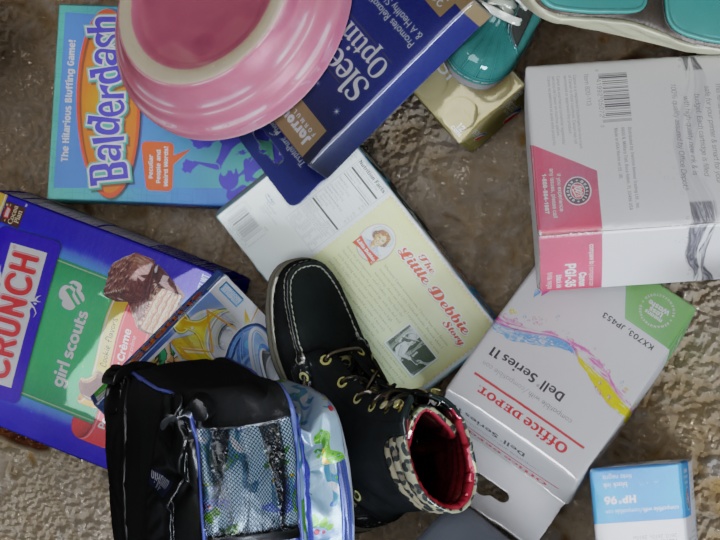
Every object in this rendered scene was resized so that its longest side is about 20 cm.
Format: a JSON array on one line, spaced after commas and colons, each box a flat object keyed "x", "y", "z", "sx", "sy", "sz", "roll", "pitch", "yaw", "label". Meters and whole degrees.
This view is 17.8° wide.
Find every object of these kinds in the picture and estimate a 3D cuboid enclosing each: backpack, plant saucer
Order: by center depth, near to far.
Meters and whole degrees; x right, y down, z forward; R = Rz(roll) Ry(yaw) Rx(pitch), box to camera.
[{"x": -0.087, "y": 0.167, "z": 1.575, "sx": 0.146, "sy": 0.183, "sz": 0.201, "roll": -3, "pitch": 96, "yaw": -22, "label": "backpack"}, {"x": -0.102, "y": -0.196, "z": 1.666, "sx": 0.200, "sy": 0.051, "sz": 0.201, "roll": -11, "pitch": 66, "yaw": 27, "label": "plant saucer"}]

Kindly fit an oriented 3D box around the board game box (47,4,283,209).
[{"x": -0.135, "y": -0.123, "z": 1.749, "sx": 0.199, "sy": 0.045, "sz": 0.153, "roll": 2, "pitch": 88, "yaw": 12, "label": "board game box"}]

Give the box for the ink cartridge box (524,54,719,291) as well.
[{"x": 0.218, "y": -0.070, "z": 1.613, "sx": 0.199, "sy": 0.083, "sz": 0.147, "roll": -3, "pitch": 58, "yaw": 3, "label": "ink cartridge box"}]

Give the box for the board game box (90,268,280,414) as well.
[{"x": -0.081, "y": 0.117, "z": 1.682, "sx": 0.135, "sy": 0.034, "sz": 0.200, "roll": -45, "pitch": 104, "yaw": -3, "label": "board game box"}]

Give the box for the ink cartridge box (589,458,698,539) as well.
[{"x": 0.207, "y": 0.236, "z": 1.623, "sx": 0.068, "sy": 0.116, "sz": 0.201, "roll": -5, "pitch": 85, "yaw": 12, "label": "ink cartridge box"}]

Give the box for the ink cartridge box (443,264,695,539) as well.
[{"x": 0.136, "y": 0.082, "z": 1.634, "sx": 0.117, "sy": 0.067, "sz": 0.200, "roll": 34, "pitch": 71, "yaw": 9, "label": "ink cartridge box"}]

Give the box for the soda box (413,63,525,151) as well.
[{"x": 0.039, "y": -0.185, "z": 1.707, "sx": 0.068, "sy": 0.064, "sz": 0.200, "roll": -41, "pitch": 80, "yaw": 7, "label": "soda box"}]

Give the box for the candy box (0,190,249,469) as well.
[{"x": -0.209, "y": 0.049, "z": 1.739, "sx": 0.199, "sy": 0.077, "sz": 0.170, "roll": 20, "pitch": 92, "yaw": 13, "label": "candy box"}]

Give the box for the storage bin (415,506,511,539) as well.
[{"x": 0.076, "y": 0.255, "z": 1.618, "sx": 0.134, "sy": 0.200, "sz": 0.145, "roll": -50, "pitch": 49, "yaw": -6, "label": "storage bin"}]

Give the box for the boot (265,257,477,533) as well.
[{"x": 0.010, "y": 0.082, "z": 1.600, "sx": 0.073, "sy": 0.154, "sz": 0.204, "roll": -16, "pitch": 90, "yaw": -28, "label": "boot"}]

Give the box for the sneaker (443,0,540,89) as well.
[{"x": 0.115, "y": -0.226, "z": 1.647, "sx": 0.071, "sy": 0.080, "sz": 0.201, "roll": 25, "pitch": 68, "yaw": -2, "label": "sneaker"}]

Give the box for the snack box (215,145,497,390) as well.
[{"x": 0.000, "y": 0.000, "z": 1.694, "sx": 0.116, "sy": 0.037, "sz": 0.200, "roll": -37, "pitch": 96, "yaw": 8, "label": "snack box"}]

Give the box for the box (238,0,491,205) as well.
[{"x": -0.014, "y": -0.153, "z": 1.648, "sx": 0.200, "sy": 0.032, "sz": 0.121, "roll": -45, "pitch": 55, "yaw": 10, "label": "box"}]

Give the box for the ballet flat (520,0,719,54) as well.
[{"x": 0.201, "y": -0.189, "z": 1.612, "sx": 0.199, "sy": 0.069, "sz": 0.070, "roll": 10, "pitch": 89, "yaw": -13, "label": "ballet flat"}]
